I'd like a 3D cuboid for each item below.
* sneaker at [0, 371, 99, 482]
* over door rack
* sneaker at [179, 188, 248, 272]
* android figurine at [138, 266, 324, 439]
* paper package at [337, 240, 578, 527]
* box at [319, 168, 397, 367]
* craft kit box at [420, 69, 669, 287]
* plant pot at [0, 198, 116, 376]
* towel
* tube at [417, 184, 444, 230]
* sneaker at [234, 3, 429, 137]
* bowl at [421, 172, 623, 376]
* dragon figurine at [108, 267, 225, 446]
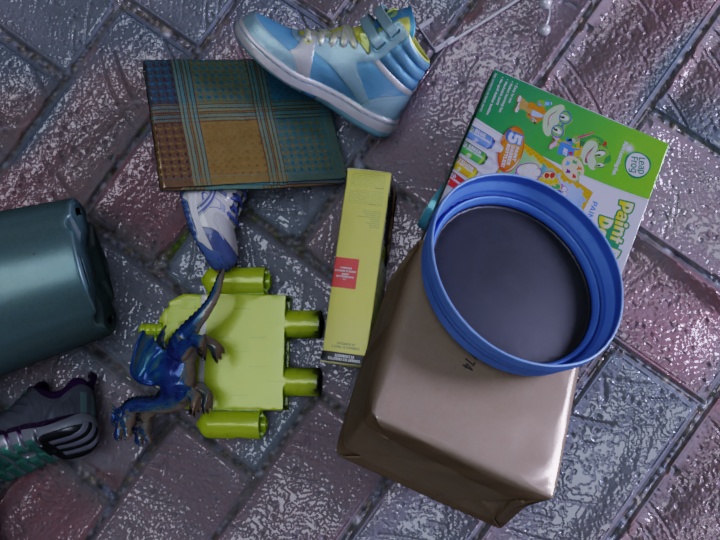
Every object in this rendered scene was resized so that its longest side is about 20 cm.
[{"bbox_3d":[-0.369,0.170,1.168,0.199,0.074,0.088,-14,50,11],"label":"sneaker"},{"bbox_3d":[0.152,-0.285,1.103,0.199,0.148,0.067,-20,75,4],"label":"over door rack"},{"bbox_3d":[-0.146,-0.098,1.147,0.088,0.075,0.201,-14,73,1],"label":"sneaker"},{"bbox_3d":[-0.139,0.086,1.150,0.199,0.041,0.183,2,83,6],"label":"android figurine"},{"bbox_3d":[0.098,0.106,1.017,0.190,0.104,0.200,25,55,-7],"label":"paper package"},{"bbox_3d":[0.000,0.000,1.124,0.050,0.075,0.201,8,85,9],"label":"box"},{"bbox_3d":[0.185,-0.075,1.095,0.197,0.049,0.200,23,77,-2],"label":"craft kit box"},{"bbox_3d":[-0.368,0.020,1.120,0.195,0.200,0.201,-16,81,-2],"label":"plant pot"},{"bbox_3d":[-0.121,-0.154,1.136,0.199,0.022,0.147,-5,76,-22],"label":"towel"},{"bbox_3d":[0.155,-0.015,1.121,0.200,0.050,0.078,33,90,7],"label":"tube"},{"bbox_3d":[-0.018,-0.238,1.110,0.200,0.080,0.131,28,116,-21],"label":"sneaker"},{"bbox_3d":[0.147,0.004,0.999,0.200,0.039,0.201,11,59,-18],"label":"bowl"},{"bbox_3d":[-0.197,0.090,1.102,0.099,0.059,0.201,11,95,15],"label":"dragon figurine"}]
